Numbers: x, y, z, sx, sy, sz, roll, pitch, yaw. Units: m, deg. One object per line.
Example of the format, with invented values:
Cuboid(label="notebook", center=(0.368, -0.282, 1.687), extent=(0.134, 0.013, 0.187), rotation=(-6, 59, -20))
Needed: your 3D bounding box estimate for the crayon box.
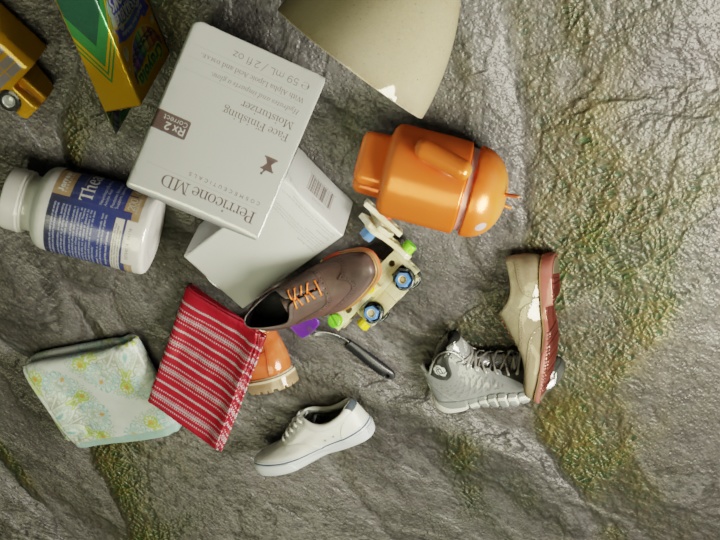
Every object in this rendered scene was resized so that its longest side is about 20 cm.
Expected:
Cuboid(label="crayon box", center=(-0.284, -0.278, 1.576), extent=(0.051, 0.126, 0.201), rotation=(-7, 126, 17))

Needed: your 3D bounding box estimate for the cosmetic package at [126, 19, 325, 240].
Cuboid(label="cosmetic package", center=(-0.156, -0.157, 1.563), extent=(0.164, 0.165, 0.201), rotation=(22, 89, -6))

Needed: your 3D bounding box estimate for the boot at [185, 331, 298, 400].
Cuboid(label="boot", center=(-0.188, 0.122, 1.909), extent=(0.199, 0.075, 0.108), rotation=(-12, 104, 28))

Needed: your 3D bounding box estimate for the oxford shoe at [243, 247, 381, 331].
Cuboid(label="oxford shoe", center=(-0.061, 0.032, 1.701), extent=(0.199, 0.072, 0.072), rotation=(-29, 88, 29))

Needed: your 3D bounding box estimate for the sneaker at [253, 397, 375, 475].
Cuboid(label="sneaker", center=(-0.077, 0.236, 1.969), extent=(0.199, 0.073, 0.071), rotation=(-25, 110, 17))

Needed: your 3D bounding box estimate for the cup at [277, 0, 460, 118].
Cuboid(label="cup", center=(0.029, -0.284, 1.482), extent=(0.200, 0.200, 0.144), rotation=(34, 99, -14))

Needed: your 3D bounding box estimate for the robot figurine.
Cuboid(label="robot figurine", center=(0.092, -0.108, 1.629), extent=(0.199, 0.117, 0.145), rotation=(15, 128, 0))

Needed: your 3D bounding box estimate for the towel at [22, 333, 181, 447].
Cuboid(label="towel", center=(-0.382, 0.183, 2.002), extent=(0.199, 0.048, 0.172), rotation=(-11, 124, 20))

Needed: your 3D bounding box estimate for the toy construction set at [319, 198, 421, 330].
Cuboid(label="toy construction set", center=(0.000, 0.000, 1.759), extent=(0.131, 0.092, 0.200), rotation=(46, 119, 8))

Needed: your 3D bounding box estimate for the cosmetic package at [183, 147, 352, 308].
Cuboid(label="cosmetic package", center=(-0.119, -0.052, 1.743), extent=(0.199, 0.081, 0.113), rotation=(-32, 115, 32))

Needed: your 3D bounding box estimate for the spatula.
Cuboid(label="spatula", center=(-0.032, 0.097, 1.874), extent=(0.199, 0.021, 0.057), rotation=(31, 140, -15))

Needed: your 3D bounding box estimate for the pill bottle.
Cuboid(label="pill bottle", center=(-0.364, -0.072, 1.761), extent=(0.199, 0.111, 0.111), rotation=(14, 129, 1))

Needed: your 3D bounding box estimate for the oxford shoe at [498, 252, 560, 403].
Cuboid(label="oxford shoe", center=(0.218, 0.073, 1.754), extent=(0.074, 0.070, 0.202), rotation=(5, 102, 18))

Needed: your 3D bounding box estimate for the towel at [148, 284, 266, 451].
Cuboid(label="towel", center=(-0.217, 0.135, 1.877), extent=(0.144, 0.022, 0.201), rotation=(32, 114, 23))

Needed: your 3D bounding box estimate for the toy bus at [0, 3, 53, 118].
Cuboid(label="toy bus", center=(-0.457, -0.283, 1.650), extent=(0.078, 0.065, 0.200), rotation=(-35, 113, 30))

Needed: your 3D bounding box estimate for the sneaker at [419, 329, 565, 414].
Cuboid(label="sneaker", center=(0.168, 0.125, 1.821), extent=(0.199, 0.075, 0.116), rotation=(-17, 119, 25))
